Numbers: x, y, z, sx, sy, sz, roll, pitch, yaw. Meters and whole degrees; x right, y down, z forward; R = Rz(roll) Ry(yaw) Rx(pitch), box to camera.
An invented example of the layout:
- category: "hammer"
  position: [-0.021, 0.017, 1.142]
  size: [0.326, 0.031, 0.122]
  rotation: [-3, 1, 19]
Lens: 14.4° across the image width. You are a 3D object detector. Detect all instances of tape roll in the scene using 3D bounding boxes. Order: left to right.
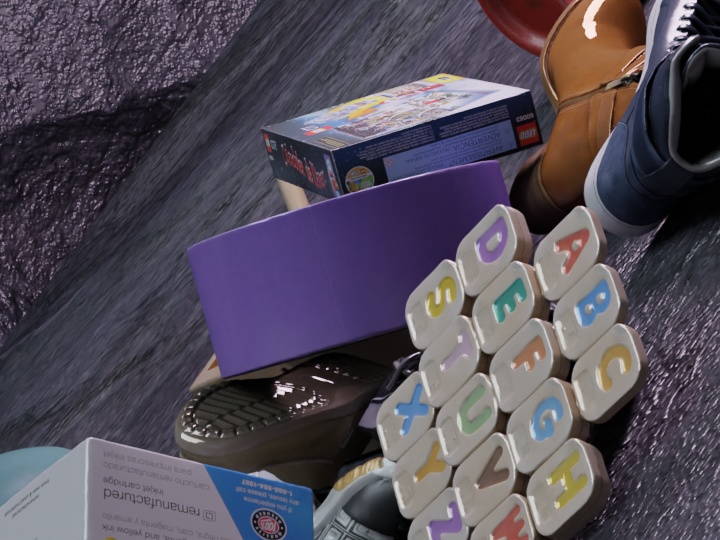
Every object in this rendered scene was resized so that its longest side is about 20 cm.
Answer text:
- category: "tape roll"
  position: [0.000, 0.000, 1.737]
  size: [0.200, 0.085, 0.200]
  rotation: [-15, -2, 0]

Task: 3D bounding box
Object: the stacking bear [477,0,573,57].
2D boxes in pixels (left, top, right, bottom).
- category: "stacking bear"
  position: [0.183, -0.257, 2.108]
  size: [0.200, 0.122, 0.114]
  rotation: [-46, 17, -23]

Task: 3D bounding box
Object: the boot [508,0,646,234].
- category: "boot"
  position: [0.170, -0.125, 1.812]
  size: [0.155, 0.077, 0.200]
  rotation: [-35, 22, 56]

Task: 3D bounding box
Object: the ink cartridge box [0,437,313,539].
- category: "ink cartridge box"
  position: [-0.118, 0.219, 1.529]
  size: [0.145, 0.147, 0.200]
  rotation: [-38, 46, 46]

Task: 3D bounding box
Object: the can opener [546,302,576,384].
- category: "can opener"
  position: [0.116, 0.047, 1.604]
  size: [0.053, 0.067, 0.200]
  rotation: [-61, 0, 7]

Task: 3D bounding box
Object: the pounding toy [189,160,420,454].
- category: "pounding toy"
  position: [-0.021, 0.014, 1.948]
  size: [0.200, 0.142, 0.184]
  rotation: [-56, 14, -24]

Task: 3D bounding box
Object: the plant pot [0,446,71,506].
- category: "plant pot"
  position: [-0.241, 0.223, 2.043]
  size: [0.161, 0.201, 0.201]
  rotation: [-44, 6, -36]

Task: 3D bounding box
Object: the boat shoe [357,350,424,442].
- category: "boat shoe"
  position: [0.052, 0.074, 1.678]
  size: [0.199, 0.073, 0.068]
  rotation: [147, 146, -81]

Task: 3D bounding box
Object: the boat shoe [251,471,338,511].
- category: "boat shoe"
  position: [-0.039, 0.158, 1.793]
  size: [0.068, 0.072, 0.200]
  rotation: [-18, 7, -1]

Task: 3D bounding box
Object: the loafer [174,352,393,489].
- category: "loafer"
  position: [-0.042, 0.102, 1.747]
  size: [0.200, 0.076, 0.068]
  rotation: [-15, -65, -54]

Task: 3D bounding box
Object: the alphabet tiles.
- category: "alphabet tiles"
  position: [0.074, 0.066, 1.515]
  size: [0.196, 0.015, 0.200]
  rotation: [-46, 43, 34]

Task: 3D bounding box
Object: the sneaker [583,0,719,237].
- category: "sneaker"
  position: [0.208, -0.125, 1.647]
  size: [0.203, 0.077, 0.146]
  rotation: [-66, 6, -21]

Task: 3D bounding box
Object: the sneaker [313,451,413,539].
- category: "sneaker"
  position: [0.000, 0.170, 1.627]
  size: [0.200, 0.076, 0.088]
  rotation: [-31, 55, 27]

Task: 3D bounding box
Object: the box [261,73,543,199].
- category: "box"
  position: [0.024, -0.089, 1.875]
  size: [0.136, 0.038, 0.200]
  rotation: [-18, 11, -12]
